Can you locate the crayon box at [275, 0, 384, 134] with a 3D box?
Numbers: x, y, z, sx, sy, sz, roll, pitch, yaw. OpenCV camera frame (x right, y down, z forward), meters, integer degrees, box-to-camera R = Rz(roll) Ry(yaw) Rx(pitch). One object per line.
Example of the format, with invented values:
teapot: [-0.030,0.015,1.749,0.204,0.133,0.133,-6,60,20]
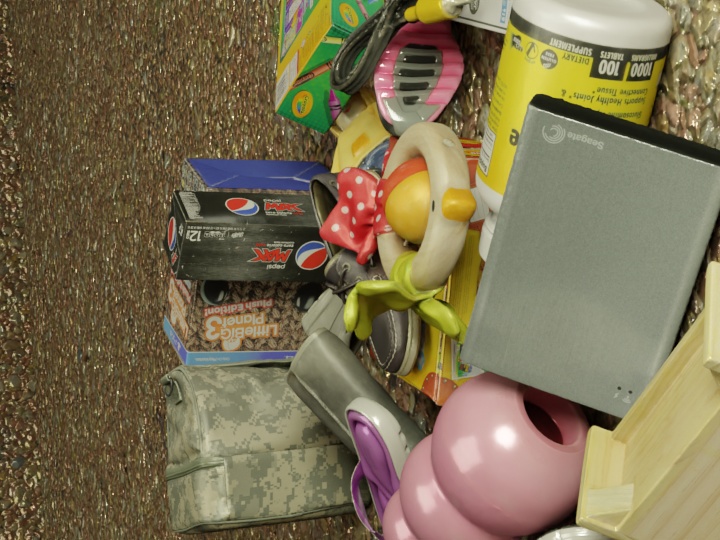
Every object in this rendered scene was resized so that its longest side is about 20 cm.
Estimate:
crayon box: [-0.029,-0.244,1.565,0.119,0.058,0.201,-53,25,39]

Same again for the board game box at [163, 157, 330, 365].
board game box: [-0.112,-0.008,1.721,0.097,0.158,0.202,-132,46,-59]

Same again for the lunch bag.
lunch bag: [-0.096,0.170,1.635,0.139,0.199,0.169,155,110,-63]

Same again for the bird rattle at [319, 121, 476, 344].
bird rattle: [0.045,-0.037,1.242,0.201,0.112,0.164,-95,24,-48]

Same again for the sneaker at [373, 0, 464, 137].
sneaker: [0.046,-0.180,1.431,0.096,0.078,0.201,106,173,-51]

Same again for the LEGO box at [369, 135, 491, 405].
LEGO box: [0.076,-0.005,1.361,0.149,0.077,0.202,-149,63,-65]

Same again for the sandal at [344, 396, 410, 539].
sandal: [0.020,0.194,1.339,0.082,0.050,0.204,18,134,54]

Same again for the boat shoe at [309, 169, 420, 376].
boat shoe: [0.000,0.000,1.359,0.072,0.064,0.201,122,142,-50]

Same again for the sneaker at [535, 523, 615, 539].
sneaker: [0.135,0.252,1.217,0.200,0.073,0.081,130,134,-58]

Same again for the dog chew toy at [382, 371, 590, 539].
dog chew toy: [0.087,0.164,1.234,0.200,0.124,0.125,-49,43,37]

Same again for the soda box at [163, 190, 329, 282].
soda box: [-0.090,-0.033,1.611,0.063,0.198,0.071,-117,35,-52]

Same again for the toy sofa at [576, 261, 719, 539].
toy sofa: [0.219,0.096,1.023,0.201,0.097,0.083,115,172,-46]

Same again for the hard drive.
hard drive: [0.157,-0.006,1.100,0.033,0.139,0.201,-52,-22,-60]

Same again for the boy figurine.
boy figurine: [0.009,-0.118,1.528,0.124,0.064,0.201,-49,29,27]

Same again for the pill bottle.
pill bottle: [0.144,-0.096,1.149,0.113,0.112,0.201,-127,42,-56]

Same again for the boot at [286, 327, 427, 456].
boot: [0.026,0.127,1.393,0.201,0.072,0.182,56,147,15]

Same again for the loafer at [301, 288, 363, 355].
loafer: [0.012,0.019,1.554,0.070,0.070,0.200,46,140,7]

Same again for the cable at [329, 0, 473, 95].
cable: [0.027,-0.218,1.317,0.199,0.050,0.098,-26,62,46]

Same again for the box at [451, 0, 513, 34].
box: [0.110,-0.252,1.305,0.200,0.060,0.118,-143,57,-64]
